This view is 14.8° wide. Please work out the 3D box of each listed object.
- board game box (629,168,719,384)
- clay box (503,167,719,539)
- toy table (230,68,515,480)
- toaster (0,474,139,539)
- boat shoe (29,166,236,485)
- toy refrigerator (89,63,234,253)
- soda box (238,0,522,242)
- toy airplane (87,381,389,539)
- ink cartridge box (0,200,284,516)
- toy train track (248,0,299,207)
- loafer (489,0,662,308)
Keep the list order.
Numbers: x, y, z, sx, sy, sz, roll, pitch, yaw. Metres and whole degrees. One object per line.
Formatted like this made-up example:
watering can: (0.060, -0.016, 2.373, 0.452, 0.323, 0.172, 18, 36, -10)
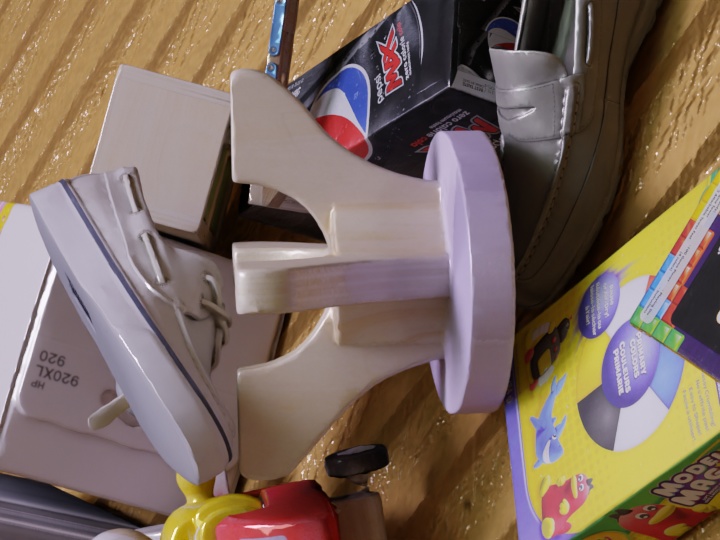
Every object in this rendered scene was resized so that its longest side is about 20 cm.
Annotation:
board game box: (0.208, -0.026, 0.988, 0.201, 0.057, 0.165, -59, 38, 6)
clay box: (0.135, 0.037, 1.138, 0.200, 0.047, 0.115, -44, 40, 43)
toy table: (0.000, 0.000, 1.251, 0.200, 0.116, 0.185, 114, 154, -81)
toaster: (-0.205, 0.214, 1.557, 0.200, 0.118, 0.182, 14, 88, 61)
boat shoe: (-0.093, 0.019, 1.297, 0.200, 0.065, 0.072, 53, 163, 48)
toy refrigerator: (-0.101, -0.056, 1.503, 0.200, 0.070, 0.076, 96, -171, -86)
soda box: (0.017, -0.076, 1.382, 0.200, 0.070, 0.064, -30, 51, 52)
toy airplane: (-0.079, 0.135, 1.361, 0.200, 0.140, 0.200, 56, 146, 37)
ink cartridge box: (-0.158, 0.046, 1.546, 0.200, 0.147, 0.145, 9, 83, 61)
toy train track: (-0.025, -0.130, 1.364, 0.115, 0.032, 0.201, 3, -85, -78)
loafer: (0.086, -0.084, 1.264, 0.070, 0.070, 0.201, 5, 80, 61)
